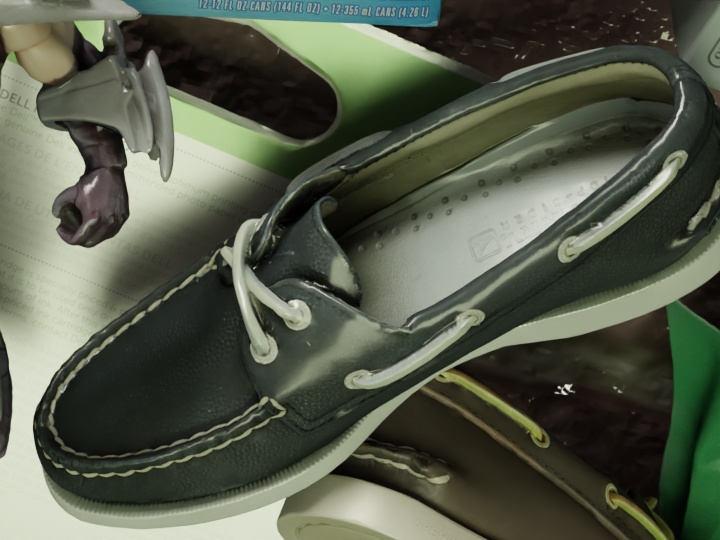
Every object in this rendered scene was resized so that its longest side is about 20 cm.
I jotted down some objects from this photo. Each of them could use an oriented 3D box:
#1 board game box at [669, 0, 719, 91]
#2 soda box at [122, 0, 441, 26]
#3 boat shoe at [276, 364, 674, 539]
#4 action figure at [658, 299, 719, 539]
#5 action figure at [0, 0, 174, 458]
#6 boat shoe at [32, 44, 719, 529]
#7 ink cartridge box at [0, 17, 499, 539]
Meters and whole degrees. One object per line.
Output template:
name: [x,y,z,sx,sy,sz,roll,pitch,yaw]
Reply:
board game box: [0.200,-0.085,0.683,0.200,0.064,0.148,20,126,-15]
soda box: [-0.078,-0.106,0.648,0.200,0.068,0.064,2,125,-13]
boat shoe: [0.058,0.082,0.763,0.072,0.060,0.200,-5,151,46]
action figure: [0.129,0.075,0.808,0.118,0.055,0.200,18,140,5]
action figure: [-0.111,-0.025,0.635,0.130,0.069,0.200,5,153,-7]
boat shoe: [0.000,0.000,0.682,0.200,0.076,0.060,-28,147,2]
ink cartridge box: [-0.063,0.001,0.756,0.145,0.048,0.200,23,109,-6]
